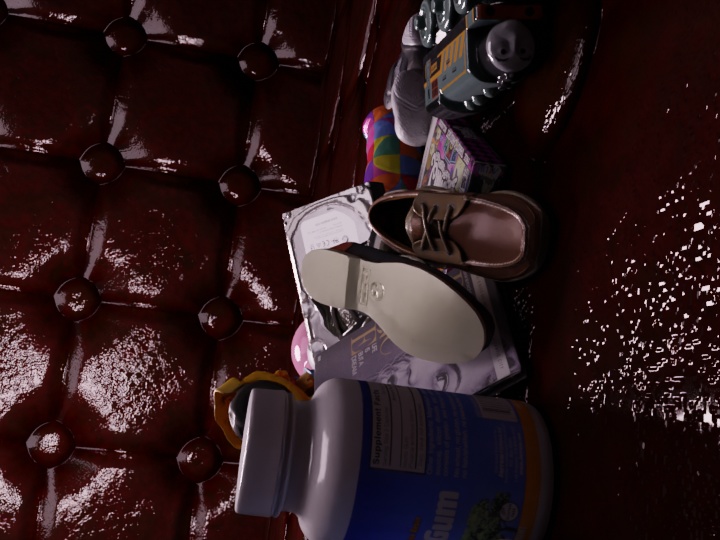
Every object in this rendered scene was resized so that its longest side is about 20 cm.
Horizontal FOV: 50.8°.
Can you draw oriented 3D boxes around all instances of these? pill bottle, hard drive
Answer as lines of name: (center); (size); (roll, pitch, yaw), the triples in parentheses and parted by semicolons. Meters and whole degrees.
pill bottle: (0.019, 0.134, 0.519); (0.112, 0.199, 0.112); (-172, 90, -81)
hard drive: (-0.014, 0.009, 0.904); (0.139, 0.038, 0.201); (-16, 85, 34)

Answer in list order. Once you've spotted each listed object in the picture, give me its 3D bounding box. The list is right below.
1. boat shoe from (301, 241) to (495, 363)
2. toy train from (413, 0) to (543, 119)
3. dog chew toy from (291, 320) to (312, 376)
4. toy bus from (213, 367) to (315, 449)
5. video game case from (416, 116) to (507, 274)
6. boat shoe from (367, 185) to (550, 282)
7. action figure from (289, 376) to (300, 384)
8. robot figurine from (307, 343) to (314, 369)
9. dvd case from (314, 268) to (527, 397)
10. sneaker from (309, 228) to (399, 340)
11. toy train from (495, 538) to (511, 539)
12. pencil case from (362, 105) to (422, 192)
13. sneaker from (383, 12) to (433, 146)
boat shoe: (0.035, 0.021, 0.636); (0.200, 0.062, 0.071); (20, 106, 42)
toy train: (0.106, -0.206, 0.688); (0.200, 0.085, 0.114); (-173, 80, -79)
dog chew toy: (-0.033, 0.151, 1.101); (0.200, 0.124, 0.125); (-106, 24, -49)
toy bus: (-0.018, 0.147, 0.758); (0.192, 0.200, 0.136); (-45, -27, -28)
video game case: (0.088, -0.054, 0.773); (0.200, 0.036, 0.182); (-101, 20, -64)
boat shoe: (0.072, -0.032, 0.621); (0.200, 0.072, 0.076); (13, 103, 61)
action figure: (-0.029, 0.152, 0.893); (0.052, 0.200, 0.066); (14, 96, 43)
robot figurine: (-0.007, 0.068, 0.994); (0.169, 0.113, 0.201); (18, 100, 45)
dvd case: (0.039, 0.080, 0.644); (0.200, 0.016, 0.149); (-33, 32, 21)
sneaker: (0.000, 0.000, 0.806); (0.076, 0.114, 0.200); (-31, -39, -43)
toy train: (0.074, 0.258, 0.436); (0.114, 0.086, 0.201); (110, 165, -75)
pencil case: (0.040, -0.124, 0.983); (0.088, 0.088, 0.200); (110, 167, -51)
sneaker: (0.069, -0.208, 0.921); (0.114, 0.075, 0.200); (112, 169, -58)
